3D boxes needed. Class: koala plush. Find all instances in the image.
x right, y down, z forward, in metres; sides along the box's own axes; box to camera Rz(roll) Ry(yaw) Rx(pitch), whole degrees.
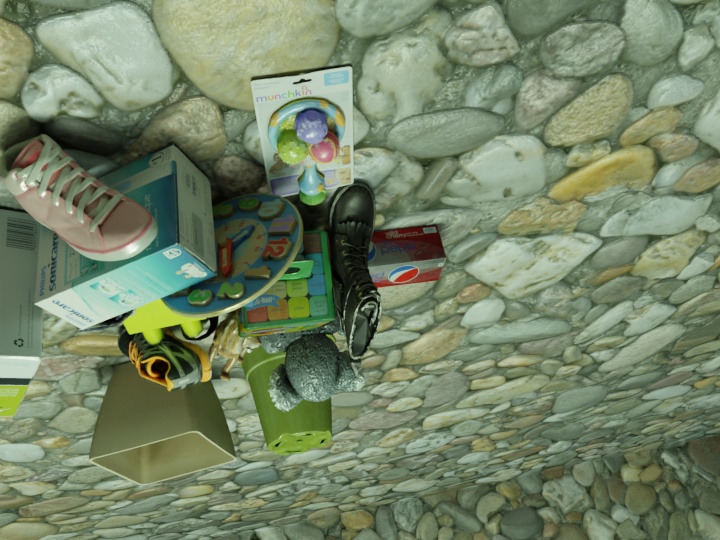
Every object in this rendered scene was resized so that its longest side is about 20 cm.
[{"bbox_3d":[-0.085,0.120,1.125,0.175,0.202,0.185,-11,150,-1],"label":"koala plush"}]

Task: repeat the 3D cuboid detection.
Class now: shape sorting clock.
[{"bbox_3d":[-0.163,-0.025,0.855,0.197,0.202,0.039,-16,135,6],"label":"shape sorting clock"}]

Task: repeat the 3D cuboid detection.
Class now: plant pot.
[{"bbox_3d":[-0.128,0.237,1.319,0.197,0.192,0.201,-9,150,-6],"label":"plant pot"},{"bbox_3d":[-0.360,0.263,1.280,0.197,0.179,0.201,-16,150,4],"label":"plant pot"}]

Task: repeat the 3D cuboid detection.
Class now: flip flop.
[{"bbox_3d":[-0.258,0.079,1.130,0.199,0.058,0.081,-32,145,29],"label":"flip flop"}]

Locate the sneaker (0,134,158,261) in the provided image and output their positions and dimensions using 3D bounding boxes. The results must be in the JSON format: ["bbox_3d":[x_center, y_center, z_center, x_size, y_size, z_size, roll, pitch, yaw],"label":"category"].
[{"bbox_3d":[-0.314,-0.081,0.748,0.198,0.076,0.105,21,151,27],"label":"sneaker"}]

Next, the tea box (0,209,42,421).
[{"bbox_3d":[-0.480,0.057,0.863,0.132,0.203,0.197,9,145,-34],"label":"tea box"}]

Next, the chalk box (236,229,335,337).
[{"bbox_3d":[-0.107,0.019,0.956,0.123,0.126,0.200,-5,173,-13],"label":"chalk box"}]

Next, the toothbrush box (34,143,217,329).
[{"bbox_3d":[-0.280,-0.038,0.834,0.198,0.148,0.085,-20,148,15],"label":"toothbrush box"}]

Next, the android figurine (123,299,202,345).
[{"bbox_3d":[-0.300,0.029,1.019,0.179,0.041,0.202,-12,135,-1],"label":"android figurine"}]

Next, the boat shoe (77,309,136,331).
[{"bbox_3d":[-0.290,0.023,0.918,0.197,0.094,0.075,-16,136,3],"label":"boat shoe"}]

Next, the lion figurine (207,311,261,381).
[{"bbox_3d":[-0.206,0.108,1.157,0.072,0.200,0.124,26,97,-10],"label":"lion figurine"}]

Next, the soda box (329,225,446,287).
[{"bbox_3d":[0.027,-0.016,1.076,0.197,0.064,0.070,-6,149,-11],"label":"soda box"}]

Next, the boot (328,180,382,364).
[{"bbox_3d":[0.000,0.000,0.928,0.068,0.175,0.203,2,115,-14],"label":"boot"}]

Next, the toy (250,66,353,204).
[{"bbox_3d":[-0.061,-0.146,0.836,0.113,0.048,0.201,-11,151,-7],"label":"toy"}]

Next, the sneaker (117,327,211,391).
[{"bbox_3d":[-0.328,0.136,1.107,0.198,0.079,0.077,12,-155,34],"label":"sneaker"}]
